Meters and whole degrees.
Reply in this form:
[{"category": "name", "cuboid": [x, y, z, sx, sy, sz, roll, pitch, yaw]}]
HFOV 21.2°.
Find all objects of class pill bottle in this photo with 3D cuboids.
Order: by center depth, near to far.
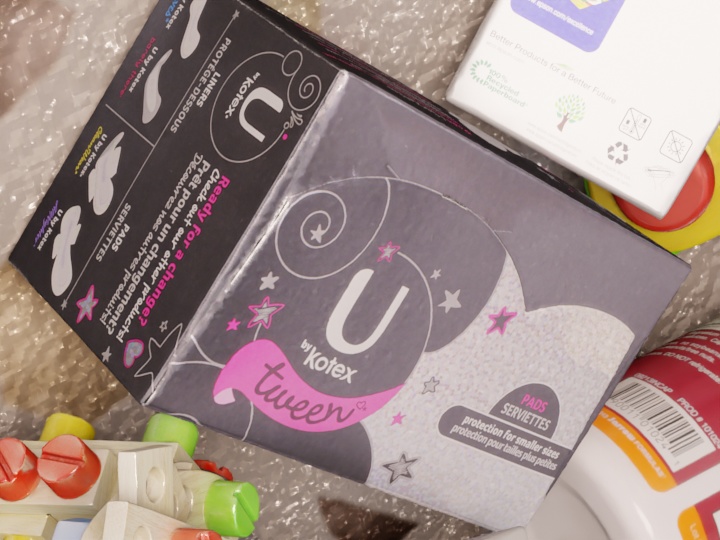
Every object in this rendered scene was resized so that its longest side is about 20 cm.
[{"category": "pill bottle", "cuboid": [0.163, 0.076, 0.807, 0.199, 0.113, 0.113, -23, 127, -27]}]

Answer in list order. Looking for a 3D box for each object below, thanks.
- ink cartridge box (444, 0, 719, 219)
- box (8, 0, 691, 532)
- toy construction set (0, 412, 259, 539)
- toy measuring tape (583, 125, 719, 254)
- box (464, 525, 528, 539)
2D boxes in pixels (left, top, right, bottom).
[{"category": "ink cartridge box", "cuboid": [0.121, -0.130, 0.729, 0.099, 0.039, 0.201, 29, 101, 0]}, {"category": "box", "cuboid": [0.000, 0.000, 0.700, 0.200, 0.115, 0.132, 26, 98, -41]}, {"category": "toy construction set", "cuboid": [-0.111, 0.069, 0.619, 0.092, 0.199, 0.131, -60, 144, -23]}, {"category": "toy measuring tape", "cuboid": [0.158, -0.062, 0.783, 0.200, 0.074, 0.074, -29, 136, 20]}, {"category": "box", "cuboid": [-0.022, 0.174, 0.625, 0.200, 0.097, 0.125, -12, 82, -46]}]
